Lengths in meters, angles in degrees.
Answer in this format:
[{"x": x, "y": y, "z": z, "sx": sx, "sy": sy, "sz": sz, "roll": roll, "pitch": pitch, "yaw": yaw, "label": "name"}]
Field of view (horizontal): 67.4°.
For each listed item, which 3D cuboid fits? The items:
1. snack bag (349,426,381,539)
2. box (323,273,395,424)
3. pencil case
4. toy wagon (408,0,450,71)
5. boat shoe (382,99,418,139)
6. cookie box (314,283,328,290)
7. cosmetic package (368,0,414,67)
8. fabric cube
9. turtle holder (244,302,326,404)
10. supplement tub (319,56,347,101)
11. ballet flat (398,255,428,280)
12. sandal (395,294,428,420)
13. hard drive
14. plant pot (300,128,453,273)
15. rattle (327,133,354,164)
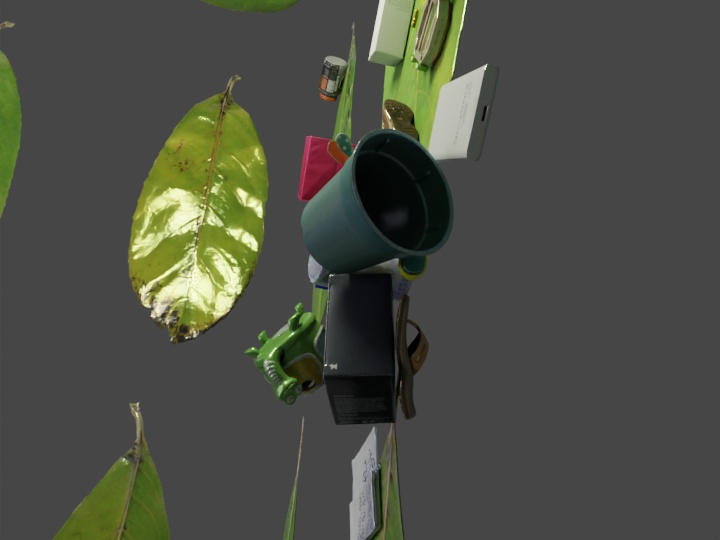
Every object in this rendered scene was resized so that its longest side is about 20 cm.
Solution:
[{"x": 0.006, "y": 0.435, "z": 1.072, "sx": 0.189, "sy": 0.021, "sz": 0.202, "roll": 111, "pitch": 165, "yaw": -47, "label": "snack bag"}, {"x": 0.004, "y": 0.142, "z": 0.956, "sx": 0.201, "sy": 0.116, "sz": 0.198, "roll": 83, "pitch": -174, "yaw": -53, "label": "box"}, {"x": 0.000, "y": 0.000, "z": 1.014, "sx": 0.091, "sy": 0.198, "sz": 0.084, "roll": -101, "pitch": 33, "yaw": -48, "label": "pencil case"}, {"x": 0.143, "y": -0.516, "z": 1.140, "sx": 0.201, "sy": 0.039, "sz": 0.156, "roll": -96, "pitch": 19, "yaw": -57, "label": "toy wagon"}, {"x": 0.079, "y": -0.319, "z": 1.210, "sx": 0.201, "sy": 0.071, "sz": 0.068, "roll": -96, "pitch": 21, "yaw": -47, "label": "boat shoe"}, {"x": -0.010, "y": -0.042, "z": 1.177, "sx": 0.201, "sy": 0.169, "sz": 0.076, "roll": -92, "pitch": 19, "yaw": -46, "label": "cookie box"}, {"x": 0.084, "y": -0.667, "z": 1.450, "sx": 0.108, "sy": 0.084, "sz": 0.203, "roll": -134, "pitch": 54, "yaw": -77, "label": "cosmetic package"}, {"x": -0.093, "y": -0.322, "z": 1.772, "sx": 0.196, "sy": 0.197, "sz": 0.202, "roll": -129, "pitch": 47, "yaw": -74, "label": "fabric cube"}, {"x": -0.111, "y": 0.152, "z": 0.960, "sx": 0.141, "sy": 0.132, "sz": 0.185, "roll": -39, "pitch": 9, "yaw": -12, "label": "turtle holder"}, {"x": -0.147, "y": -0.999, "z": 2.821, "sx": 0.123, "sy": 0.121, "sz": 0.201, "roll": -94, "pitch": 17, "yaw": -50, "label": "supplement tub"}, {"x": 0.093, "y": -0.077, "z": 0.967, "sx": 0.067, "sy": 0.066, "sz": 0.202, "roll": 90, "pitch": -175, "yaw": -73, "label": "ballet flat"}, {"x": 0.084, "y": 0.137, "z": 0.863, "sx": 0.080, "sy": 0.053, "sz": 0.203, "roll": -63, "pitch": -31, "yaw": -85, "label": "sandal"}, {"x": 0.158, "y": -0.241, "z": 0.862, "sx": 0.200, "sy": 0.026, "sz": 0.134, "roll": -134, "pitch": 54, "yaw": -76, "label": "hard drive"}, {"x": 0.012, "y": -0.092, "z": 0.874, "sx": 0.195, "sy": 0.199, "sz": 0.203, "roll": -24, "pitch": 53, "yaw": 50, "label": "plant pot"}, {"x": 0.019, "y": -0.167, "z": 1.053, "sx": 0.143, "sy": 0.198, "sz": 0.132, "roll": 118, "pitch": 159, "yaw": -57, "label": "rattle"}]
